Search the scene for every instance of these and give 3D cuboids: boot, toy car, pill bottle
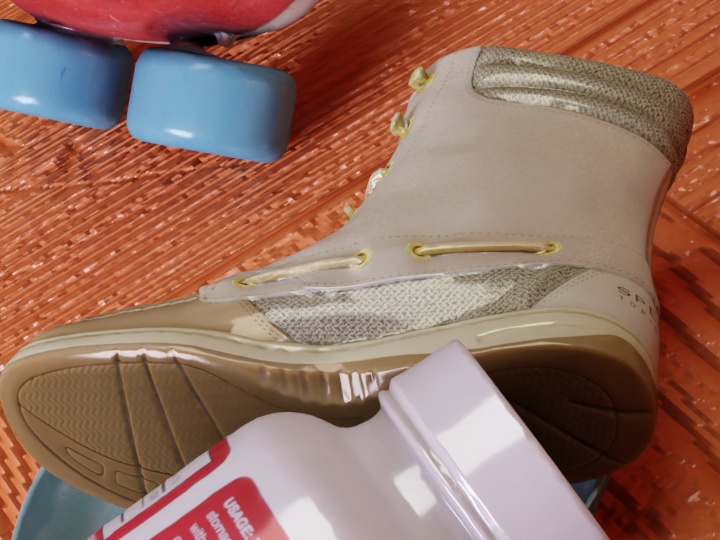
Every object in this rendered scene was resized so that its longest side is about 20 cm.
[{"bbox_3d":[0.000,0.000,0.847,0.200,0.072,0.155,-5,39,18],"label":"boot"},{"bbox_3d":[-0.120,-0.149,0.993,0.177,0.200,0.185,14,94,43],"label":"toy car"},{"bbox_3d":[-0.032,0.109,0.705,0.200,0.112,0.112,-36,35,-1],"label":"pill bottle"}]

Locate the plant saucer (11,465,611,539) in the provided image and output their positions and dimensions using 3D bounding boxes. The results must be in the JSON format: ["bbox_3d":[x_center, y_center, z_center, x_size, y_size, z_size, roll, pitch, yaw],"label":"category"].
[{"bbox_3d":[-0.012,0.069,0.847,0.200,0.027,0.200,-16,35,12],"label":"plant saucer"}]
